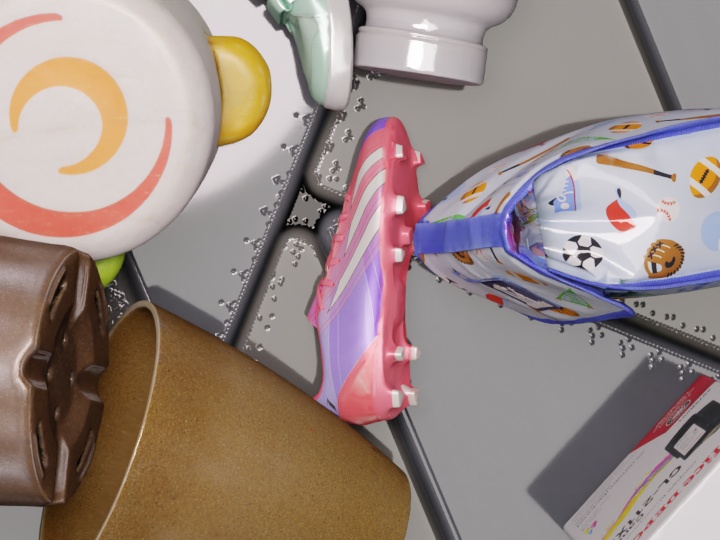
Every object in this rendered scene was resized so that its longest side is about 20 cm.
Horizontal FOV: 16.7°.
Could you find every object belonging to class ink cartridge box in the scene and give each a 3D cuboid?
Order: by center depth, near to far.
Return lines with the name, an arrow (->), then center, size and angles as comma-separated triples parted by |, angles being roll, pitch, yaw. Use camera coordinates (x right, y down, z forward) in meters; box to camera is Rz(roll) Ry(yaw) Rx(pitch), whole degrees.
ink cartridge box -> 0.217, 0.151, 1.536 | 0.083, 0.200, 0.146 | 42, 89, -5

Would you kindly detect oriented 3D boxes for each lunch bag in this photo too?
lunch bag -> 0.149, -0.031, 1.521 | 0.200, 0.170, 0.124 | -9, 91, -19

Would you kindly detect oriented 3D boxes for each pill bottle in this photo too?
pill bottle -> 0.052, -0.222, 1.552 | 0.113, 0.113, 0.200 | 8, 92, -4

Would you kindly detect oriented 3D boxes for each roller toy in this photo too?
roller toy -> -0.175, -0.105, 1.530 | 0.182, 0.140, 0.200 | 44, 100, -6

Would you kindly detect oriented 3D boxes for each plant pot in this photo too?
plant pot -> -0.262, 0.054, 1.439 | 0.198, 0.200, 0.201 | 4, 92, 10
plant pot -> -0.077, 0.140, 1.542 | 0.200, 0.186, 0.187 | 21, 91, -18

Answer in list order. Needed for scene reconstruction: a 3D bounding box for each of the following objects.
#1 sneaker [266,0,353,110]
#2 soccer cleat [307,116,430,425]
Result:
sneaker -> -0.075, -0.186, 1.559 | 0.118, 0.074, 0.201 | -14, 79, -9
soccer cleat -> 0.000, 0.000, 1.587 | 0.076, 0.067, 0.200 | 0, 88, 20
